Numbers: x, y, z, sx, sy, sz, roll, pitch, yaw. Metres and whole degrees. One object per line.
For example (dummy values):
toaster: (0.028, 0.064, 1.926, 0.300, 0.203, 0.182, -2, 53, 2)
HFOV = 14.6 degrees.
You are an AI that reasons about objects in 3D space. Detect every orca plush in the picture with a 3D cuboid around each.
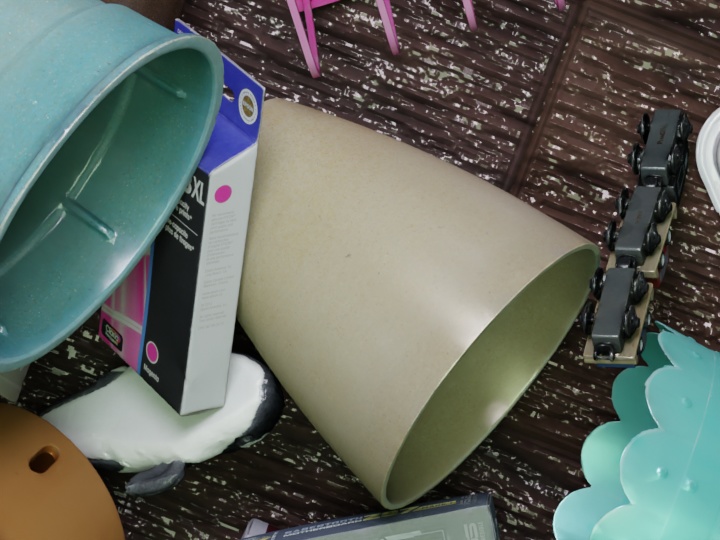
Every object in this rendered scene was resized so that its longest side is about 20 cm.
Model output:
orca plush: (-0.120, 0.103, 1.644, 0.199, 0.071, 0.106, -28, 50, 20)

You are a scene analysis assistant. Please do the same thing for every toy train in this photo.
toy train: (0.156, -0.014, 1.573, 0.034, 0.201, 0.046, 3, 133, 18)

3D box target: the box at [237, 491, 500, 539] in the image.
box: (0.017, 0.239, 1.599, 0.157, 0.051, 0.201, -12, 92, 5)

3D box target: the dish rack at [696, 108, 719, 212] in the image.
dish rack: (0.304, -0.027, 1.619, 0.171, 0.044, 0.201, -25, 96, 4)

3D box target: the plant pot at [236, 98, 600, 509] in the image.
plant pot: (0.000, 0.000, 1.586, 0.200, 0.187, 0.188, 39, 97, 16)

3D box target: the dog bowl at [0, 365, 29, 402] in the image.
dog bowl: (-0.260, -0.005, 1.577, 0.200, 0.200, 0.059, 34, 86, -2)

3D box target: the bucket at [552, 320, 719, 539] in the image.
bucket: (0.186, 0.144, 1.551, 0.134, 0.207, 0.208, 22, 97, -1)

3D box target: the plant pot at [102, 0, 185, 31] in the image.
plant pot: (-0.172, -0.166, 1.573, 0.186, 0.187, 0.201, 6, 110, 1)

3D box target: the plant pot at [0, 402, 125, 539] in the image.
plant pot: (-0.228, 0.166, 1.593, 0.199, 0.140, 0.201, 23, 131, 29)

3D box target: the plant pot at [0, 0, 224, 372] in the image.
plant pot: (-0.207, -0.086, 1.433, 0.196, 0.200, 0.201, 35, 97, 14)

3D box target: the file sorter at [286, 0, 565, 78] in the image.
file sorter: (0.044, -0.206, 1.550, 0.199, 0.126, 0.140, -16, 123, 4)

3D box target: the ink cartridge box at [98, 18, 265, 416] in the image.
ink cartridge box: (-0.100, -0.029, 1.556, 0.037, 0.095, 0.201, -10, 123, -34)

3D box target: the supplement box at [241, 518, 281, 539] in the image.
supplement box: (0.001, 0.240, 1.659, 0.199, 0.061, 0.109, 25, 95, -2)
